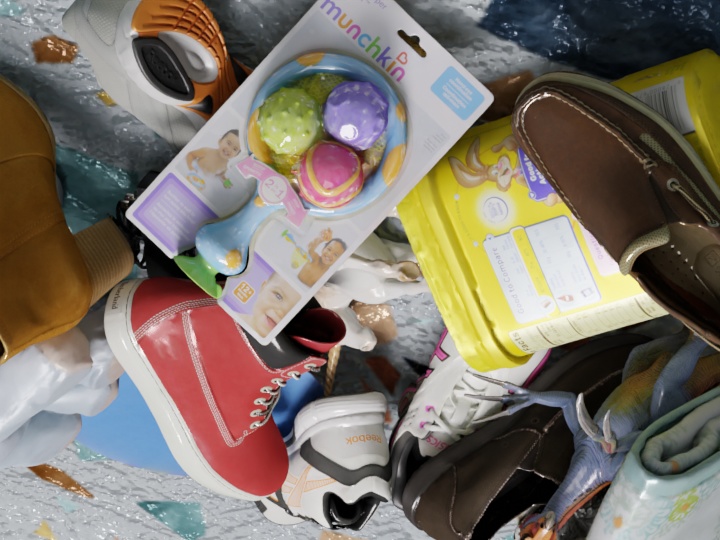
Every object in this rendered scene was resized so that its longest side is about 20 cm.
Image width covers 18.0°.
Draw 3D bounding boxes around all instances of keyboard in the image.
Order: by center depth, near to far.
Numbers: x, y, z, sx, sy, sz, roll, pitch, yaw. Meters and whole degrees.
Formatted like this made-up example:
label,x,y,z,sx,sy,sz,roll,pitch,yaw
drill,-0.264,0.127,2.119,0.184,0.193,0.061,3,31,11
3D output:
label,x,y,z,sx,sy,sz,roll,pitch,yaw
keyboard,-0.110,-0.026,1.452,0.103,0.040,0.200,18,159,3

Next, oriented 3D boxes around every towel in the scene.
label,x,y,z,sx,sy,sz,roll,pitch,yaw
towel,0.214,0.142,1.419,0.048,0.199,0.172,43,137,29

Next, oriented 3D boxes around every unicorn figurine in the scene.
label,x,y,z,sx,sy,sz,roll,pitch,yaw
unicorn figurine,0.000,0.000,1.441,0.137,0.074,0.200,-2,144,31

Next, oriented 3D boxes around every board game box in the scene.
label,x,y,z,sx,sy,sz,roll,pitch,yaw
board game box,-0.115,0.081,1.582,0.158,0.039,0.199,30,139,-34

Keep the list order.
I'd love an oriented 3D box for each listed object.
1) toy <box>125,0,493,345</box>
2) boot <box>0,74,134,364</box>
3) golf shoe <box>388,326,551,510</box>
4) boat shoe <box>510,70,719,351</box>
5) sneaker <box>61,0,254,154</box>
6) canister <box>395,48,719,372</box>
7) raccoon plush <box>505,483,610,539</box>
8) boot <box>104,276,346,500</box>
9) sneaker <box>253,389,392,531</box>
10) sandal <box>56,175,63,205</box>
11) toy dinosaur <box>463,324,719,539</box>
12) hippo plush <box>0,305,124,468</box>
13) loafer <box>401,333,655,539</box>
label,x,y,z,sx,sy,sz,roll,pitch,yaw
toy,-0.032,-0.064,1.309,0.115,0.047,0.200,43,99,-2
boot,-0.240,-0.042,1.378,0.201,0.144,0.071,47,128,9
golf shoe,0.073,0.084,1.494,0.072,0.092,0.200,23,135,-3
boat shoe,0.160,-0.029,1.237,0.202,0.075,0.075,40,120,3
sneaker,-0.106,-0.107,1.381,0.092,0.076,0.200,19,155,39
canister,0.138,-0.034,1.337,0.199,0.087,0.149,-17,104,29
raccoon plush,0.192,0.177,1.520,0.199,0.134,0.097,15,136,2
boot,-0.058,0.077,1.453,0.143,0.073,0.200,-5,137,26
sneaker,-0.030,0.150,1.572,0.073,0.081,0.200,-5,160,-19
sandal,-0.252,0.005,1.535,0.079,0.059,0.207,19,137,-2
toy dinosaur,0.169,0.104,1.398,0.199,0.105,0.183,19,96,-14
hippo plush,-0.259,0.050,1.474,0.200,0.159,0.161,-41,77,6
loafer,0.124,0.120,1.469,0.200,0.071,0.073,-37,142,-3
